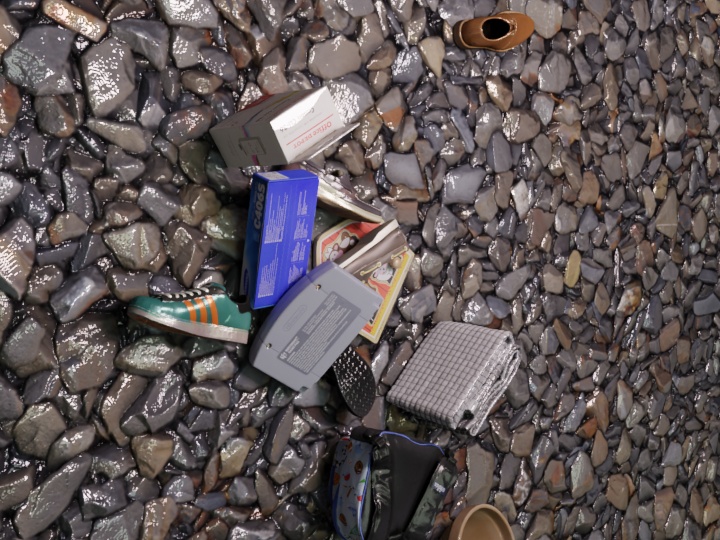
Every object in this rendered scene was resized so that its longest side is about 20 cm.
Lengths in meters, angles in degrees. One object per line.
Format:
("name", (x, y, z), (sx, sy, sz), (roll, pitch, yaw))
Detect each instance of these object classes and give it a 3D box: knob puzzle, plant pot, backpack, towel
("knob puzzle", (0.000, 0.000, 1.551), (0.219, 0.030, 0.220), (-4, 96, -40))
("plant pot", (0.197, 0.528, 1.702), (0.201, 0.093, 0.201), (20, 64, -47))
("backpack", (0.035, 0.361, 1.530), (0.200, 0.154, 0.191), (22, 71, -33))
("towel", (0.166, 0.188, 1.621), (0.200, 0.165, 0.086), (-54, 130, -24))

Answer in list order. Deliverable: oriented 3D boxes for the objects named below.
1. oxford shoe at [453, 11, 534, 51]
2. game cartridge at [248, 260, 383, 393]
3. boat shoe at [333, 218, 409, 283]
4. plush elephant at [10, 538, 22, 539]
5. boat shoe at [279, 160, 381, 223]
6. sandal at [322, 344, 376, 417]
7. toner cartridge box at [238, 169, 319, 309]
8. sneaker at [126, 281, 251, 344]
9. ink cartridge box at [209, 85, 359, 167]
("oxford shoe", (0.263, -0.438, 1.719), (0.200, 0.071, 0.072), (-21, 105, -39))
("game cartridge", (-0.073, 0.084, 1.433), (0.133, 0.040, 0.200), (35, 99, -37))
("boat shoe", (-0.004, -0.006, 1.488), (0.200, 0.072, 0.060), (-39, 103, -27))
("plush elephant", (-0.407, 0.427, 1.153), (0.200, 0.164, 0.155), (-24, 126, -67))
("boat shoe", (-0.042, -0.128, 1.477), (0.200, 0.072, 0.065), (22, 81, -31))
("sandal", (-0.039, 0.147, 1.526), (0.075, 0.045, 0.200), (-39, 103, -38))
("toner cartridge box", (-0.122, -0.047, 1.394), (0.095, 0.043, 0.201), (-9, 118, -39))
("sneaker", (-0.239, 0.051, 1.329), (0.200, 0.071, 0.080), (18, 77, -45))
("ink cartridge box", (-0.108, -0.204, 1.330), (0.116, 0.200, 0.068), (-40, 118, -31))
